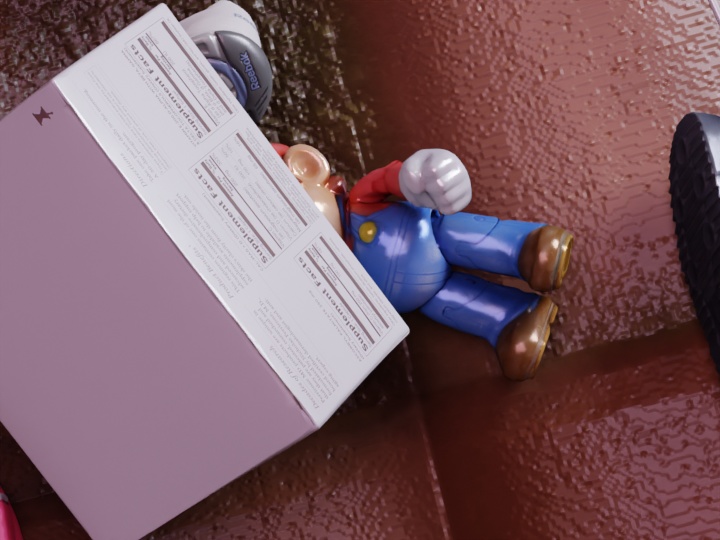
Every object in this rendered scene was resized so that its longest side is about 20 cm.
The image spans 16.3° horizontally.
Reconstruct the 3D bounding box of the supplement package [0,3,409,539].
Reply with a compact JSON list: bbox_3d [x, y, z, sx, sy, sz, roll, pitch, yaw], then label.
[{"bbox_3d":[-0.109,0.007,1.206,0.156,0.111,0.200,-33,96,34],"label":"supplement package"}]

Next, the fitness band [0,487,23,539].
[{"bbox_3d":[-0.239,0.180,1.281,0.143,0.037,0.201,-11,74,4],"label":"fitness band"}]

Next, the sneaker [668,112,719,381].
[{"bbox_3d":[0.216,0.010,1.265,0.082,0.070,0.201,-12,76,-16],"label":"sneaker"}]

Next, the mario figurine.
[{"bbox_3d":[0.000,0.000,1.263,0.199,0.106,0.124,14,80,8],"label":"mario figurine"}]

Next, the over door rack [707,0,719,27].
[{"bbox_3d":[0.252,-0.143,1.289,0.147,0.067,0.201,-24,75,-1],"label":"over door rack"}]

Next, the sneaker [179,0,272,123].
[{"bbox_3d":[-0.127,-0.071,1.314,0.200,0.087,0.075,-28,114,16],"label":"sneaker"}]
